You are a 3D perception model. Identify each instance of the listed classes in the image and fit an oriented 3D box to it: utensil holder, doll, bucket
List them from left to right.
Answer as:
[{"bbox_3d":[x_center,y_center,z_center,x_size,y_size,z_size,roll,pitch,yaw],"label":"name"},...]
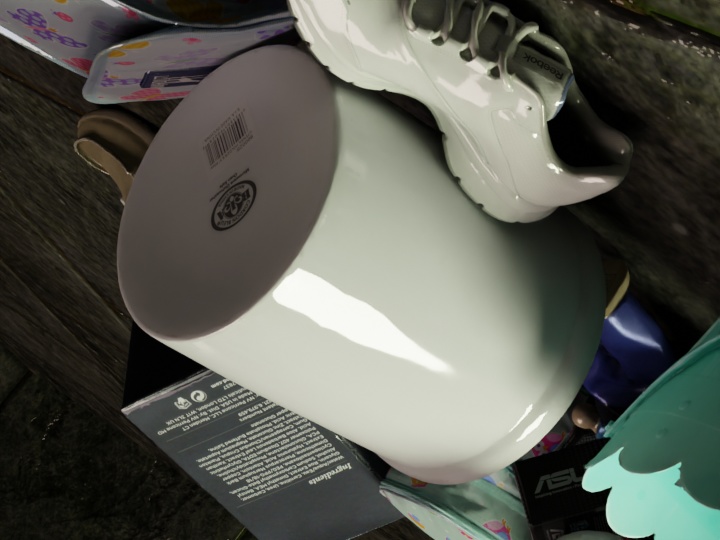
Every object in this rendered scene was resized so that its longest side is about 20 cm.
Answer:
[{"bbox_3d":[0.000,0.000,0.924,0.200,0.171,0.170,29,175,-40],"label":"utensil holder"},{"bbox_3d":[0.176,0.072,1.053,0.136,0.049,0.200,-5,140,41],"label":"doll"},{"bbox_3d":[0.224,0.102,0.852,0.207,0.135,0.207,35,166,10],"label":"bucket"}]

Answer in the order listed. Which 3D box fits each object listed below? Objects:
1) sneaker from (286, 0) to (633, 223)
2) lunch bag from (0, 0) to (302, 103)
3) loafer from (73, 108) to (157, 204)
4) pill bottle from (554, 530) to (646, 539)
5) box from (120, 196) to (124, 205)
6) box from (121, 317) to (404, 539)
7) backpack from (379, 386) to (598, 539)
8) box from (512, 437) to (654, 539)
[{"bbox_3d":[0.050,-0.100,0.825,0.200,0.075,0.087,38,156,-27],"label":"sneaker"},{"bbox_3d":[-0.123,-0.159,0.931,0.199,0.128,0.170,28,168,-12],"label":"lunch bag"},{"bbox_3d":[-0.165,-0.066,1.435,0.200,0.068,0.076,29,163,34],"label":"loafer"},{"bbox_3d":[0.149,0.200,0.973,0.199,0.111,0.111,14,180,-31],"label":"pill bottle"},{"bbox_3d":[-0.131,-0.003,1.617,0.110,0.035,0.200,30,164,30],"label":"box"},{"bbox_3d":[-0.061,0.065,1.289,0.200,0.117,0.197,48,-153,-34],"label":"box"},{"bbox_3d":[0.095,0.116,1.195,0.200,0.153,0.176,43,170,-12],"label":"backpack"},{"bbox_3d":[0.183,0.158,1.057,0.200,0.160,0.044,68,-174,-52],"label":"box"}]
